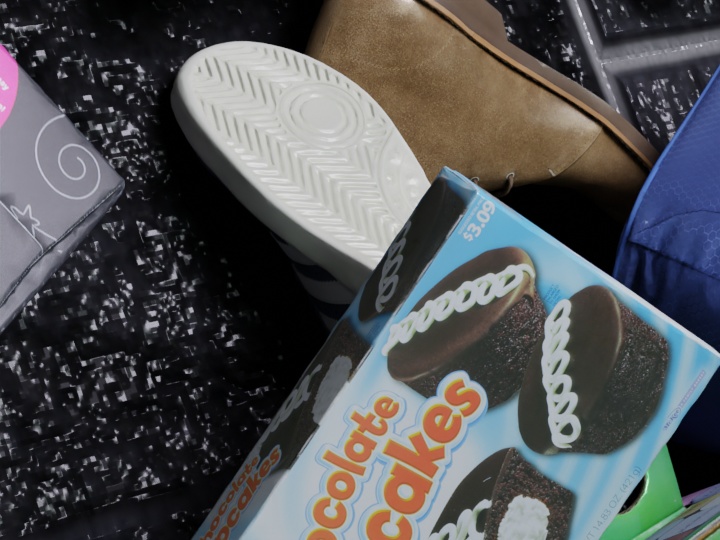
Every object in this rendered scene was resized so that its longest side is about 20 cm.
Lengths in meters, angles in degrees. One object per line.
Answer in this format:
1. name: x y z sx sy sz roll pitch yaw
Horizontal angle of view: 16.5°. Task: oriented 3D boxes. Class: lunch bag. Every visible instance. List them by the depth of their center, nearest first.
1. lunch bag: 0.195 -0.011 1.013 0.132 0.136 0.200 21 53 19

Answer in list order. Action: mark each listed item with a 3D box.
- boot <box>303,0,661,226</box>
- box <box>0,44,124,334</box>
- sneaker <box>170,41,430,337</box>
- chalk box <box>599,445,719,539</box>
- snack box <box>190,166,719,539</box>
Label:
1. boot: 0.054 -0.056 1.014 0.199 0.073 0.076 32 83 -33
2. box: -0.197 -0.040 0.743 0.200 0.115 0.132 48 49 -12
3. sneaker: 0.000 0.000 0.931 0.200 0.085 0.075 43 53 16
4. chalk box: 0.127 0.150 0.928 0.124 0.124 0.201 -25 87 -43
5. snack box: 0.020 0.079 0.845 0.116 0.037 0.201 32 95 -25
